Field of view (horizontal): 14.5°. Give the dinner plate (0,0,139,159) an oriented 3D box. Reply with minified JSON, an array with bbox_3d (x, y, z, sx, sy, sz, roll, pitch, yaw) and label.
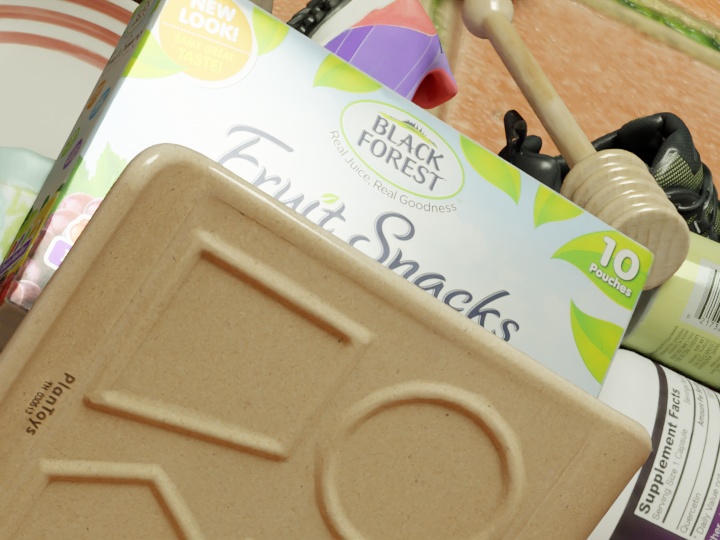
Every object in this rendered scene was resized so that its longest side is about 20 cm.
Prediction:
[{"bbox_3d":[-0.137,-0.027,1.059,0.199,0.024,0.201,4,59,-6],"label":"dinner plate"}]

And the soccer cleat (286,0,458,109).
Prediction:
[{"bbox_3d":[-0.022,-0.059,1.184,0.073,0.068,0.200,53,42,-11],"label":"soccer cleat"}]

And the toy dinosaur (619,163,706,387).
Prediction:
[{"bbox_3d":[0.102,0.011,1.143,0.200,0.088,0.047,49,15,-9],"label":"toy dinosaur"}]

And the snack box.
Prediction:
[{"bbox_3d":[-0.013,0.007,0.969,0.200,0.053,0.143,31,64,-13],"label":"snack box"}]

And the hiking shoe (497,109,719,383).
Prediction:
[{"bbox_3d":[0.133,-0.013,1.204,0.199,0.101,0.076,7,36,-29],"label":"hiking shoe"}]

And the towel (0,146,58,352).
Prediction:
[{"bbox_3d":[-0.073,0.065,0.982,0.199,0.048,0.172,21,67,-15],"label":"towel"}]

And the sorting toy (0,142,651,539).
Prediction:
[{"bbox_3d":[-0.034,0.076,0.911,0.200,0.185,0.036,30,16,-17],"label":"sorting toy"}]

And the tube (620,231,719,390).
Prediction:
[{"bbox_3d":[0.195,0.043,1.101,0.199,0.058,0.052,22,59,-10],"label":"tube"}]

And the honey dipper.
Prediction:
[{"bbox_3d":[0.079,-0.059,1.120,0.038,0.038,0.200,12,27,-24],"label":"honey dipper"}]

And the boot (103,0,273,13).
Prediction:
[{"bbox_3d":[-0.078,-0.157,1.157,0.070,0.200,0.146,13,55,16],"label":"boot"}]

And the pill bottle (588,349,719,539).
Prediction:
[{"bbox_3d":[0.124,0.103,1.080,0.200,0.113,0.113,25,40,-10],"label":"pill bottle"}]
